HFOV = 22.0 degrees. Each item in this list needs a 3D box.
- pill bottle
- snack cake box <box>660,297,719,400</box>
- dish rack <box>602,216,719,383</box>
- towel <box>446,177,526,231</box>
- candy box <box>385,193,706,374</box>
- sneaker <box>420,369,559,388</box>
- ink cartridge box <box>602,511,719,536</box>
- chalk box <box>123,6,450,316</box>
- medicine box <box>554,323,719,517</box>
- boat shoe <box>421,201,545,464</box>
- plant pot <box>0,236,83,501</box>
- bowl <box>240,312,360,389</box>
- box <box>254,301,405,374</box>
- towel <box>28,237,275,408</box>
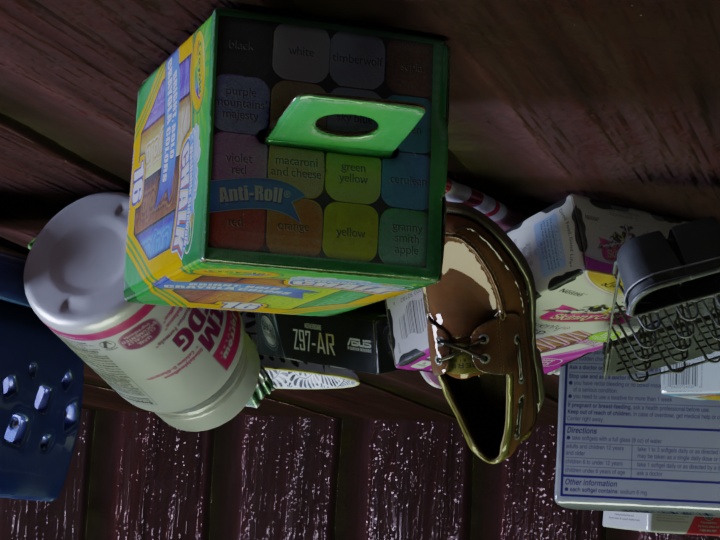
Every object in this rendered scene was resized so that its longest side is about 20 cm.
[{"bbox_3d":[-0.156,0.037,1.380,0.113,0.113,0.200,0,152,22],"label":"pill bottle"},{"bbox_3d":[0.326,0.037,1.383,0.200,0.115,0.067,-4,169,41],"label":"snack cake box"},{"bbox_3d":[0.239,0.026,1.257,0.153,0.055,0.200,-14,150,-6],"label":"dish rack"},{"bbox_3d":[0.010,-0.046,1.258,0.144,0.023,0.200,-2,169,28],"label":"towel"},{"bbox_3d":[0.134,0.019,1.339,0.136,0.061,0.200,10,151,-39],"label":"candy box"},{"bbox_3d":[0.131,0.052,1.697,0.200,0.081,0.088,-6,-160,-21],"label":"sneaker"},{"bbox_3d":[0.388,0.229,2.330,0.145,0.200,0.083,10,172,-37],"label":"ink cartridge box"},{"bbox_3d":[-0.032,-0.050,0.914,0.124,0.124,0.200,6,171,-19],"label":"chalk box"},{"bbox_3d":[0.260,0.101,1.532,0.182,0.200,0.103,1,171,13],"label":"medicine box"},{"bbox_3d":[0.082,0.046,1.249,0.072,0.068,0.200,-2,131,28],"label":"boat shoe"},{"bbox_3d":[-0.322,0.053,1.403,0.200,0.180,0.200,22,-179,28],"label":"plant pot"},{"bbox_3d":[-0.097,0.054,1.710,0.201,0.094,0.201,4,171,1],"label":"bowl"},{"bbox_3d":[0.040,0.041,1.506,0.200,0.044,0.160,-9,-171,-37],"label":"box"},{"bbox_3d":[-0.178,0.045,1.559,0.149,0.031,0.200,-5,135,34],"label":"towel"}]
